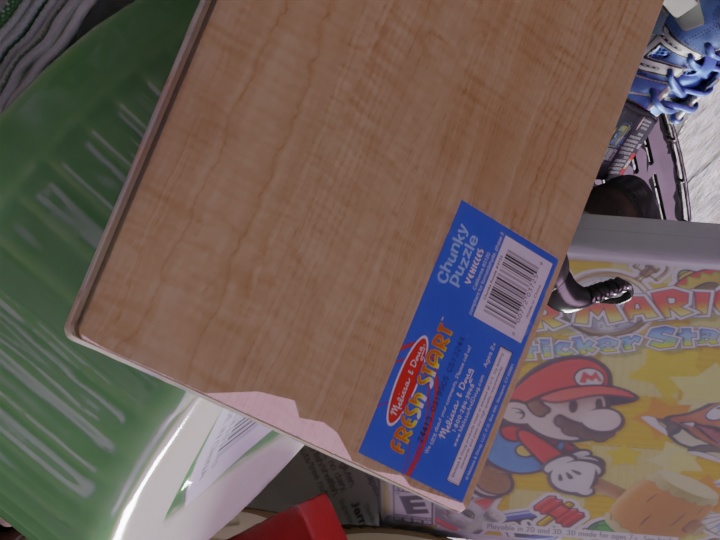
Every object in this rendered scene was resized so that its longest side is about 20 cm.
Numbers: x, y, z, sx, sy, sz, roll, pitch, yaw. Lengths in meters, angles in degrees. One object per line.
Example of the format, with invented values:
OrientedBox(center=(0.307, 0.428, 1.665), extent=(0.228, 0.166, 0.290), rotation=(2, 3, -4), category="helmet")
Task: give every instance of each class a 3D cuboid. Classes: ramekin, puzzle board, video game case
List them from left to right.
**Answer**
OrientedBox(center=(-0.060, 0.009, 0.665), extent=(0.200, 0.098, 0.200), rotation=(-47, 166, -15), category="ramekin")
OrientedBox(center=(0.011, -0.047, 0.584), extent=(0.150, 0.017, 0.201), rotation=(28, 81, -36), category="puzzle board")
OrientedBox(center=(0.104, 0.051, 0.788), extent=(0.183, 0.198, 0.023), rotation=(88, 9, -46), category="video game case")

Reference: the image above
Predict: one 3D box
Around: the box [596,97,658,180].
OrientedBox(center=(0.058, -0.080, 0.799), extent=(0.035, 0.110, 0.200), rotation=(-56, 171, 9), category="box")

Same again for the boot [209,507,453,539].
OrientedBox(center=(-0.013, 0.185, 0.828), extent=(0.198, 0.156, 0.072), rotation=(12, 153, -23), category="boot")

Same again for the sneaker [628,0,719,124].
OrientedBox(center=(0.150, -0.106, 0.900), extent=(0.075, 0.078, 0.199), rotation=(2, 176, -32), category="sneaker")

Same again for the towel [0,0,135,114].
OrientedBox(center=(-0.054, -0.087, 0.684), extent=(0.150, 0.031, 0.200), rotation=(-51, 164, 11), category="towel")

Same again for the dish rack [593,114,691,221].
OrientedBox(center=(0.101, -0.010, 1.070), extent=(0.199, 0.054, 0.154), rotation=(-31, 126, -18), category="dish rack")

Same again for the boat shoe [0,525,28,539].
OrientedBox(center=(-0.090, 0.042, 0.815), extent=(0.203, 0.075, 0.075), rotation=(-55, 153, 16), category="boat shoe")

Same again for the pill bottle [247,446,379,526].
OrientedBox(center=(0.026, 0.074, 0.961), extent=(0.199, 0.115, 0.115), rotation=(-27, 159, -10), category="pill bottle")

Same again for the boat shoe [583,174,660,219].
OrientedBox(center=(0.108, 0.046, 0.869), extent=(0.066, 0.072, 0.202), rotation=(-32, 137, -25), category="boat shoe")

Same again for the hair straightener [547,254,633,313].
OrientedBox(center=(0.031, -0.065, 0.646), extent=(0.041, 0.200, 0.077), rotation=(-33, -154, 13), category="hair straightener")

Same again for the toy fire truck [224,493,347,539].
OrientedBox(center=(-0.106, 0.153, 0.728), extent=(0.199, 0.049, 0.141), rotation=(-29, 174, 28), category="toy fire truck")

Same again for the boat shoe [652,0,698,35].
OrientedBox(center=(0.066, -0.136, 0.781), extent=(0.062, 0.075, 0.200), rotation=(-38, 153, 17), category="boat shoe")

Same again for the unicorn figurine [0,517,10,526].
OrientedBox(center=(-0.177, 0.114, 0.726), extent=(0.199, 0.137, 0.075), rotation=(15, 75, -49), category="unicorn figurine")
